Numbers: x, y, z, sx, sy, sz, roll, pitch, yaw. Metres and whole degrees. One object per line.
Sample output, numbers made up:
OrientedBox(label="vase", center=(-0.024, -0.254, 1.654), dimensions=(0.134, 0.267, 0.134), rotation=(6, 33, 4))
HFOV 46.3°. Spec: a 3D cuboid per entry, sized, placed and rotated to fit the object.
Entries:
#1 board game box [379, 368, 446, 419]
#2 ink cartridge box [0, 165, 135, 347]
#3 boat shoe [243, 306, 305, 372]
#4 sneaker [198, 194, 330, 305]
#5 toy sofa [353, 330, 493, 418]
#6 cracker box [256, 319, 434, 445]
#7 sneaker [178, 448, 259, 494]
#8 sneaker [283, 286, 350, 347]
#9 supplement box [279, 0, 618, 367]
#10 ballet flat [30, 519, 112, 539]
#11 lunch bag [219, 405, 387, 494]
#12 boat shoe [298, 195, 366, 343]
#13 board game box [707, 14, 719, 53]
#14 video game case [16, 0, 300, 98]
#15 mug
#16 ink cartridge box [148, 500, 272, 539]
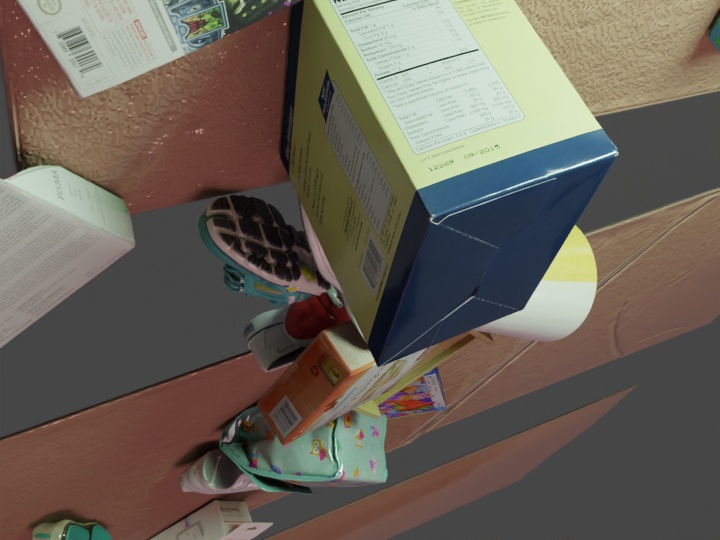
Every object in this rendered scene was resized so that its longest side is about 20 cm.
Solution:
OrientedBox(label="board game box", center=(0.052, 0.170, 1.237), dimensions=(0.131, 0.046, 0.201), rotation=(-11, 156, 6))
OrientedBox(label="ink cartridge box", center=(-0.277, -0.021, 0.577), dimensions=(0.159, 0.051, 0.200), rotation=(-33, 151, 13))
OrientedBox(label="boat shoe", center=(-0.040, 0.077, 0.978), dimensions=(0.196, 0.066, 0.074), rotation=(-12, 152, -30))
OrientedBox(label="sneaker", center=(-0.092, -0.004, 0.765), dimensions=(0.078, 0.079, 0.200), rotation=(-23, 157, 13))
OrientedBox(label="toy sofa", center=(0.059, 0.092, 1.063), dimensions=(0.198, 0.099, 0.082), rotation=(-36, 149, 16))
OrientedBox(label="cracker box", center=(-0.001, 0.101, 0.907), dimensions=(0.198, 0.058, 0.134), rotation=(-18, 155, -52))
OrientedBox(label="sneaker", center=(-0.190, 0.300, 1.272), dimensions=(0.079, 0.072, 0.199), rotation=(-23, 158, 31))
OrientedBox(label="sneaker", center=(0.000, 0.000, 0.865), dimensions=(0.198, 0.072, 0.113), rotation=(-33, 160, -7))
OrientedBox(label="supplement box", center=(0.042, -0.081, 0.594), dimensions=(0.132, 0.203, 0.201), rotation=(-18, 154, -18))
OrientedBox(label="ballet flat", center=(-0.421, 0.400, 1.237), dimensions=(0.061, 0.069, 0.201), rotation=(1, 152, 6))
OrientedBox(label="lunch bag", center=(-0.081, 0.252, 1.191), dimensions=(0.196, 0.125, 0.170), rotation=(-8, 163, 23))
OrientedBox(label="boat shoe", center=(-0.001, -0.012, 0.772), dimensions=(0.064, 0.075, 0.204), rotation=(-21, 126, 10))
OrientedBox(label="board game box", center=(0.428, -0.297, 0.774), dimensions=(0.148, 0.037, 0.201), rotation=(-21, 155, -16))
OrientedBox(label="video game case", center=(-0.104, -0.192, 0.427), dimensions=(0.178, 0.036, 0.201), rotation=(-26, 156, -5))
OrientedBox(label="mug", center=(0.164, -0.011, 0.964), dimensions=(0.151, 0.192, 0.148), rotation=(0, 172, -41))
OrientedBox(label="ink cartridge box", center=(-0.267, 0.468, 1.500), dimensions=(0.198, 0.068, 0.116), rotation=(-31, 156, 12))
